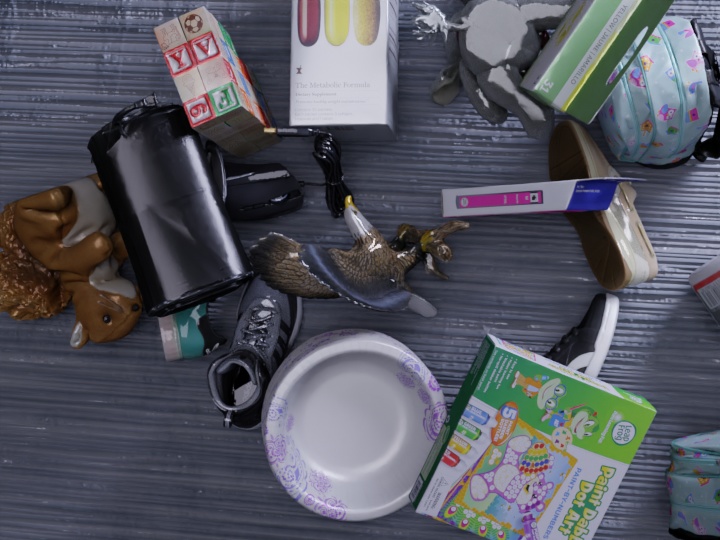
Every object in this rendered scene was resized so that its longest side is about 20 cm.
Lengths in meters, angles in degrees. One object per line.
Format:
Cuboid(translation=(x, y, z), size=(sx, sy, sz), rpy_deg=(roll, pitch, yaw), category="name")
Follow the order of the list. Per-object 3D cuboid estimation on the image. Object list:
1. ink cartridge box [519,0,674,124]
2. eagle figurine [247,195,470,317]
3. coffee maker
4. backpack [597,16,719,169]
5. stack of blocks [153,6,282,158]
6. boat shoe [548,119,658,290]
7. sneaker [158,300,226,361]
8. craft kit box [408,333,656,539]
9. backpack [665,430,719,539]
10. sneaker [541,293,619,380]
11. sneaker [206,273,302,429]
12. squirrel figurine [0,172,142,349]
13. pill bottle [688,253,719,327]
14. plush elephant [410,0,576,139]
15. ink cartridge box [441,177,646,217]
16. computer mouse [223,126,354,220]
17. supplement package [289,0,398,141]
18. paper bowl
Cuboid(translation=(0.221, -0.218, 1.156), size=(0.048, 0.200, 0.146), rpy_deg=(33, 100, -6), category="ink cartridge box")
Cuboid(translation=(-0.004, -0.006, 1.324), size=(0.200, 0.152, 0.151), rpy_deg=(-24, 62, -29), category="eagle figurine")
Cuboid(translation=(-0.206, -0.059, 1.278), size=(0.134, 0.192, 0.201), rpy_deg=(-23, 86, 6), category="coffee maker")
Cuboid(translation=(0.310, -0.186, 1.276), size=(0.126, 0.200, 0.167), rpy_deg=(-21, 85, 6), category="backpack")
Cuboid(translation=(-0.153, -0.201, 1.341), size=(0.058, 0.200, 0.116), rpy_deg=(-23, 82, 6), category="stack of blocks")
Cuboid(translation=(0.269, -0.076, 1.348), size=(0.065, 0.072, 0.201), rpy_deg=(-11, 71, -29), category="boat shoe")
Cuboid(translation=(-0.201, 0.002, 1.408), size=(0.080, 0.071, 0.201), rpy_deg=(-8, 83, -8), category="sneaker")
Cuboid(translation=(0.181, 0.195, 1.287), size=(0.197, 0.049, 0.201), rpy_deg=(21, 100, -15), category="craft kit box")
Cuboid(translation=(0.408, 0.227, 1.242), size=(0.166, 0.200, 0.127), rpy_deg=(5, 82, -30), category="backpack")
Cuboid(translation=(0.202, 0.105, 1.337), size=(0.111, 0.073, 0.201), rpy_deg=(21, 91, 6), category="sneaker")
Cuboid(translation=(-0.118, 0.083, 1.363), size=(0.075, 0.114, 0.201), rpy_deg=(11, 88, 8), category="sneaker")
Cuboid(translation=(-0.332, -0.003, 1.404), size=(0.199, 0.141, 0.187), rpy_deg=(-14, 100, 29), category="squirrel figurine")
Cuboid(translation=(0.449, 0.059, 1.286), size=(0.114, 0.114, 0.200), rpy_deg=(-34, 83, 5), category="pill bottle")
Cuboid(translation=(0.147, -0.248, 1.336), size=(0.199, 0.155, 0.165), rpy_deg=(18, 100, 0), category="plush elephant")
Cuboid(translation=(0.193, -0.078, 1.295), size=(0.199, 0.095, 0.037), rpy_deg=(-4, 90, 39), category="ink cartridge box")
Cuboid(translation=(-0.111, -0.103, 1.363), size=(0.199, 0.141, 0.046), rpy_deg=(4, 51, 8), category="computer mouse")
Cuboid(translation=(-0.017, -0.253, 1.370), size=(0.113, 0.110, 0.201), rpy_deg=(0, 87, 7), category="supplement package")
Cuboid(translation=(-0.009, 0.163, 1.333), size=(0.200, 0.104, 0.202), rpy_deg=(-1, 98, -6), category="paper bowl")
